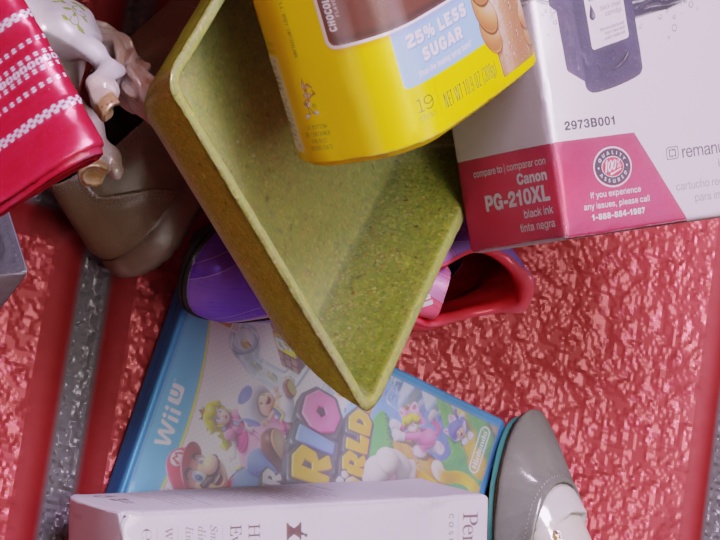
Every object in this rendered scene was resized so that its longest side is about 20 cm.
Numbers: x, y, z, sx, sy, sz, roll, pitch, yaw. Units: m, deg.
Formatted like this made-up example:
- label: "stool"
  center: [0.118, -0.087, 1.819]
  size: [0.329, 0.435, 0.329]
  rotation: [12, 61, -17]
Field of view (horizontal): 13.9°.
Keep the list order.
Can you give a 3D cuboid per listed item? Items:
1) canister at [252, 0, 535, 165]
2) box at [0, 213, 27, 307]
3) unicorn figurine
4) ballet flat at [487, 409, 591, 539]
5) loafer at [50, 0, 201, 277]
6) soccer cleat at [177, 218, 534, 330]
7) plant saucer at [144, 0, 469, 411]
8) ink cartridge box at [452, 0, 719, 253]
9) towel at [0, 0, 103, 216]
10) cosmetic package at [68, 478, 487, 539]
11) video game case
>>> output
- label: "canister"
  center: [0.001, -0.163, 1.306]
  size: [0.148, 0.086, 0.201]
  rotation: [-38, 116, -52]
- label: "box"
  center: [-0.261, -0.048, 1.291]
  size: [0.199, 0.048, 0.159]
  rotation: [-8, 68, -33]
- label: "unicorn figurine"
  center: [-0.171, -0.112, 1.308]
  size: [0.200, 0.074, 0.138]
  rotation: [33, 25, -46]
- label: "ballet flat"
  center: [0.096, 0.173, 1.516]
  size: [0.067, 0.063, 0.201]
  rotation: [24, 72, -56]
- label: "loafer"
  center: [-0.086, -0.096, 1.422]
  size: [0.067, 0.076, 0.201]
  rotation: [35, 68, -32]
- label: "soccer cleat"
  center: [0.000, 0.000, 1.447]
  size: [0.199, 0.073, 0.069]
  rotation: [-4, 120, -43]
- label: "plant saucer"
  center: [-0.025, -0.069, 1.367]
  size: [0.200, 0.048, 0.200]
  rotation: [60, 38, -31]
- label: "ink cartridge box"
  center: [0.117, -0.119, 1.437]
  size: [0.144, 0.084, 0.201]
  rotation: [-8, 90, -34]
- label: "towel"
  center: [-0.212, -0.095, 1.242]
  size: [0.144, 0.022, 0.201]
  rotation: [-31, 81, 4]
- label: "cosmetic package"
  center: [-0.038, 0.155, 1.411]
  size: [0.199, 0.074, 0.102]
  rotation: [-2, 94, -28]
- label: "video game case"
  center: [-0.027, 0.104, 1.475]
  size: [0.199, 0.018, 0.144]
  rotation: [27, 73, -27]
